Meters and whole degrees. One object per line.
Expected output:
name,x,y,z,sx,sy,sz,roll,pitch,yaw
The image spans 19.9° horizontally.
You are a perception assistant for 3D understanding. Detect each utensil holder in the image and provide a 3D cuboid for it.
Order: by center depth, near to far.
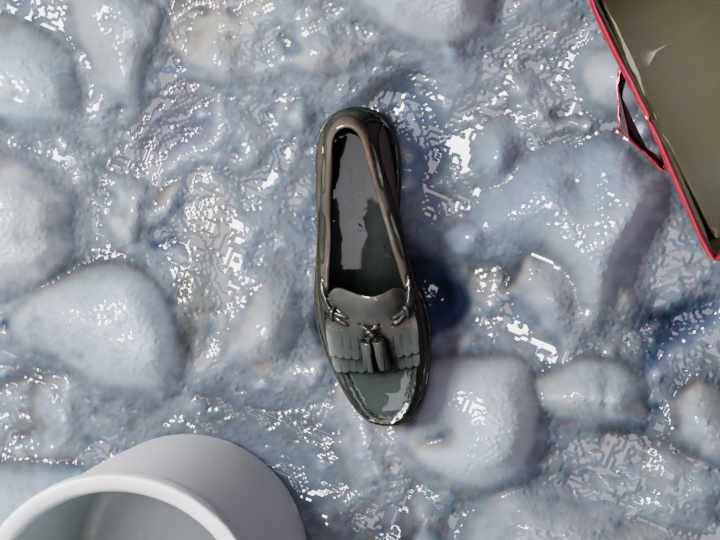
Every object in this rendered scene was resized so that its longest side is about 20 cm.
utensil holder,-0.122,0.188,1.227,0.169,0.200,0.171,1,95,8

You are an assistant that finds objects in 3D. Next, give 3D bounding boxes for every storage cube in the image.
storage cube,0.239,-0.122,1.167,0.199,0.180,0.172,-25,90,9

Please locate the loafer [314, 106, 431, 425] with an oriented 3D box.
loafer,0.000,0.000,1.266,0.071,0.063,0.202,-7,93,8
